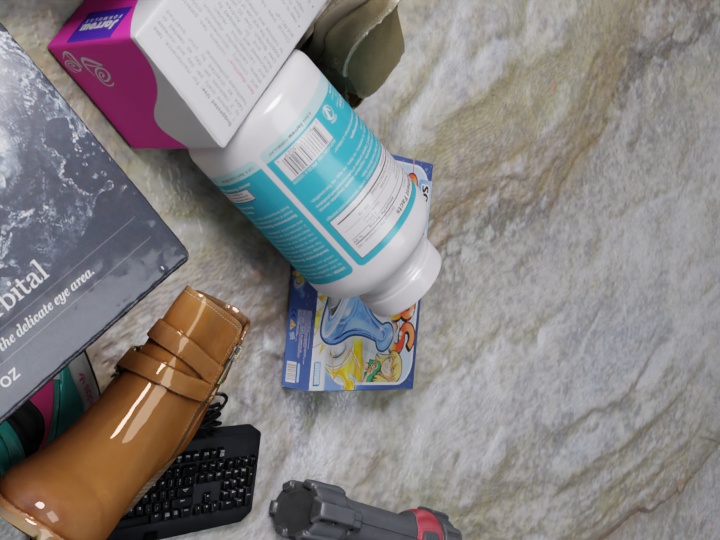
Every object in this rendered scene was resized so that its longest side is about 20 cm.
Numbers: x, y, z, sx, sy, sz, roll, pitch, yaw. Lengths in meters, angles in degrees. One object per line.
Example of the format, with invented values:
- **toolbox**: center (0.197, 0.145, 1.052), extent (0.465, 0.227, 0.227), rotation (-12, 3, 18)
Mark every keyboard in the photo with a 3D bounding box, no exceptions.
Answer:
- **keyboard**: center (-0.141, 0.146, 0.822), extent (0.199, 0.039, 0.105), rotation (0, 95, -50)

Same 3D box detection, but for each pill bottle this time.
- **pill bottle**: center (-0.025, -0.056, 0.845), extent (0.200, 0.110, 0.111), rotation (48, 59, -26)

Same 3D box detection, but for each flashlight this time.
- **flashlight**: center (0.006, 0.222, 0.983), extent (0.199, 0.068, 0.068), rotation (26, 108, -42)

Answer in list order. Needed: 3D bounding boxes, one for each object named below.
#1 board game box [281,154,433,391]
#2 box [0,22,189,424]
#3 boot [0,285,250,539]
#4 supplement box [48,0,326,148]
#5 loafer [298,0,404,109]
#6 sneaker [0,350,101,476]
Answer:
- **board game box**: center (0.000, 0.000, 0.971), extent (0.135, 0.034, 0.202), rotation (5, 90, -49)
- **box**: center (-0.231, -0.015, 0.578), extent (0.197, 0.117, 0.200), rotation (-44, 102, -25)
- **boot**: center (-0.130, 0.084, 0.679), extent (0.156, 0.076, 0.200), rotation (-55, 169, 2)
- **supplement box**: center (-0.102, -0.188, 0.788), extent (0.104, 0.101, 0.201), rotation (51, 57, -38)
- **loafer**: center (0.003, -0.173, 0.839), extent (0.067, 0.200, 0.076), rotation (35, 76, -8)
- **sneaker**: center (-0.237, 0.048, 0.676), extent (0.121, 0.083, 0.201), rotation (-48, 129, -46)
